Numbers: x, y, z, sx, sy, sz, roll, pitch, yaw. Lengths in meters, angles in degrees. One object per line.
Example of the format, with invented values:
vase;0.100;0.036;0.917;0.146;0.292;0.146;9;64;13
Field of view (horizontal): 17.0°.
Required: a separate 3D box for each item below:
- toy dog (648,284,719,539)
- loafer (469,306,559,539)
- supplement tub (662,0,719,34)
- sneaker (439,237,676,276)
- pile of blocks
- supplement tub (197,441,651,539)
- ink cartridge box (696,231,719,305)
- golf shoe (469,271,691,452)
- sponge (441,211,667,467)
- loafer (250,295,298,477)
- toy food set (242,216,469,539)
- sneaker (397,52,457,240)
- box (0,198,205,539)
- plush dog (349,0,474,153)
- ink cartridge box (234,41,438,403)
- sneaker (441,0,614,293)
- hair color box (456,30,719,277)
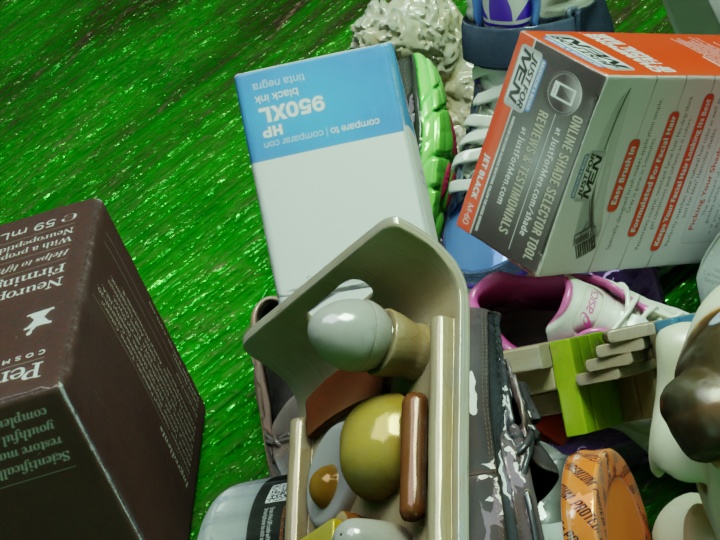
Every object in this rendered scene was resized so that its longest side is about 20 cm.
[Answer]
toy dog;0.185;0.086;1.035;0.140;0.200;0.194;-10;44;9
loafer;0.061;0.106;1.045;0.063;0.072;0.200;2;58;1
supplement tub;0.298;-0.197;1.512;0.200;0.140;0.140;-26;29;-5
sneaker;0.137;-0.003;1.389;0.200;0.075;0.081;-21;42;10
pile of blocks;0.150;0.053;1.143;0.200;0.062;0.082;-12;-2;5
supplement tub;0.032;0.147;1.145;0.200;0.123;0.123;-12;31;21
ink cartridge box;0.231;-0.057;1.262;0.047;0.200;0.160;17;47;40
golf shoe;0.141;0.045;1.215;0.200;0.092;0.075;4;57;22
sponge;0.112;0.026;1.318;0.112;0.030;0.200;-19;51;11
loafer;-0.030;0.081;1.361;0.072;0.063;0.200;-25;29;-3
toy food set;-0.016;0.093;1.041;0.144;0.060;0.200;-39;41;49
sneaker;0.004;-0.032;1.343;0.084;0.077;0.200;10;74;11
box;-0.197;0.094;1.354;0.166;0.164;0.200;-17;29;11
plush dog;0.028;-0.048;1.466;0.172;0.200;0.160;-33;64;2
ink cartridge box;0.000;0.000;1.230;0.084;0.200;0.145;-12;-8;2
sneaker;0.077;-0.093;1.299;0.081;0.146;0.200;4;47;32
hair color box;0.150;-0.063;1.249;0.064;0.111;0.200;33;24;36
